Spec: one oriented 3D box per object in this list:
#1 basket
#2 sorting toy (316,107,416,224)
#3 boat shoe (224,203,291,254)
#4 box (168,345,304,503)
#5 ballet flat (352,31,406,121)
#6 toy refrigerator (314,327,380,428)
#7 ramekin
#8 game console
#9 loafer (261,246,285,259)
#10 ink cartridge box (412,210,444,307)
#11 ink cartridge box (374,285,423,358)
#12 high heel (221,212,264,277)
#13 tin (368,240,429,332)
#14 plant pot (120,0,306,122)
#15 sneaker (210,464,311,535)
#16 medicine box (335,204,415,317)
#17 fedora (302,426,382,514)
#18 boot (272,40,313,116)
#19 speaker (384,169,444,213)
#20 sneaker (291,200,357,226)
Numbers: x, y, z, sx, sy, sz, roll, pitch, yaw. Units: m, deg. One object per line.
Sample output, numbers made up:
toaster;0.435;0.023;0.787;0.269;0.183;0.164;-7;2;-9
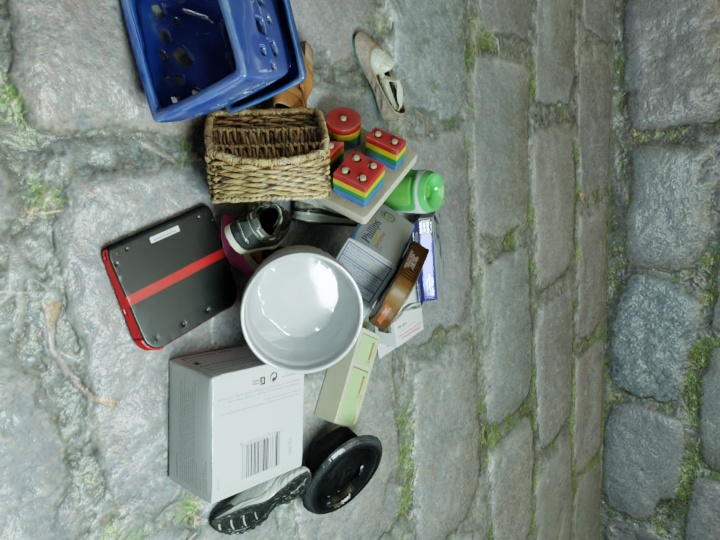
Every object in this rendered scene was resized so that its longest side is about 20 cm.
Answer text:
basket;-0.147;-0.187;0.937;0.195;0.143;0.153;-2;100;-10
sorting toy;-0.022;-0.211;1.090;0.201;0.196;0.070;-52;159;-32
boat shoe;-0.156;-0.079;1.008;0.072;0.067;0.200;53;19;-2
box;-0.206;0.244;0.994;0.197;0.129;0.206;-5;99;-49
ballet flat;0.050;-0.414;1.257;0.069;0.066;0.202;-53;132;-31
toy refrigerator;-0.024;0.224;1.258;0.075;0.069;0.204;30;72;-47
ramekin;-0.097;0.055;0.970;0.195;0.105;0.205;-3;107;-8
game console;-0.293;0.012;0.941;0.199;0.031;0.181;-34;114;-43
loafer;-0.132;0.055;1.101;0.072;0.071;0.205;-32;120;-43
ink cartridge box;0.167;-0.037;1.415;0.200;0.040;0.205;-49;135;-66
ink cartridge box;0.087;0.097;1.375;0.115;0.067;0.205;-25;115;-46
high heel;-0.168;-0.013;1.015;0.068;0.094;0.204;-61;137;-62
tin;0.067;0.025;1.026;0.113;0.041;0.201;-63;178;35
plant pot;-0.199;-0.338;0.854;0.179;0.197;0.205;-20;97;-54
sneaker;-0.189;0.413;1.095;0.197;0.079;0.075;-25;134;-29
medicine box;0.000;0.000;1.112;0.202;0.102;0.183;-57;-178;32
fedora;-0.051;0.396;1.212;0.197;0.091;0.204;-22;132;-27
boot;-0.142;-0.353;1.007;0.199;0.072;0.159;29;60;-52
speaker;0.072;-0.164;1.216;0.087;0.197;0.091;-10;103;-48
sneaker;-0.048;-0.149;1.170;0.198;0.075;0.119;-2;98;-48
